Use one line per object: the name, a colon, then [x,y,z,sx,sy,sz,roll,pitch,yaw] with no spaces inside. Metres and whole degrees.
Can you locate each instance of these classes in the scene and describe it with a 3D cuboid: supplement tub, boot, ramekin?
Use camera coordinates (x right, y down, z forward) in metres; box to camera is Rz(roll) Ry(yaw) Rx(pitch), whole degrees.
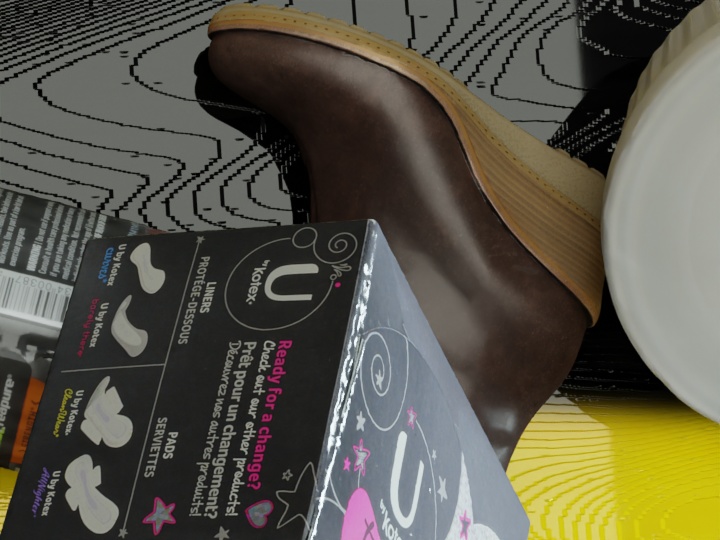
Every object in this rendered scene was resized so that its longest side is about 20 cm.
supplement tub: [-0.173,0.014,0.853,0.198,0.107,0.108,14,82,-6]
boot: [0.000,0.000,0.897,0.199,0.072,0.167,28,78,-9]
ramekin: [0.194,-0.035,0.886,0.200,0.094,0.204,0,115,1]

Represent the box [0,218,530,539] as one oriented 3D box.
box: [-0.023,0.095,0.778,0.114,0.200,0.133,-5,51,21]
